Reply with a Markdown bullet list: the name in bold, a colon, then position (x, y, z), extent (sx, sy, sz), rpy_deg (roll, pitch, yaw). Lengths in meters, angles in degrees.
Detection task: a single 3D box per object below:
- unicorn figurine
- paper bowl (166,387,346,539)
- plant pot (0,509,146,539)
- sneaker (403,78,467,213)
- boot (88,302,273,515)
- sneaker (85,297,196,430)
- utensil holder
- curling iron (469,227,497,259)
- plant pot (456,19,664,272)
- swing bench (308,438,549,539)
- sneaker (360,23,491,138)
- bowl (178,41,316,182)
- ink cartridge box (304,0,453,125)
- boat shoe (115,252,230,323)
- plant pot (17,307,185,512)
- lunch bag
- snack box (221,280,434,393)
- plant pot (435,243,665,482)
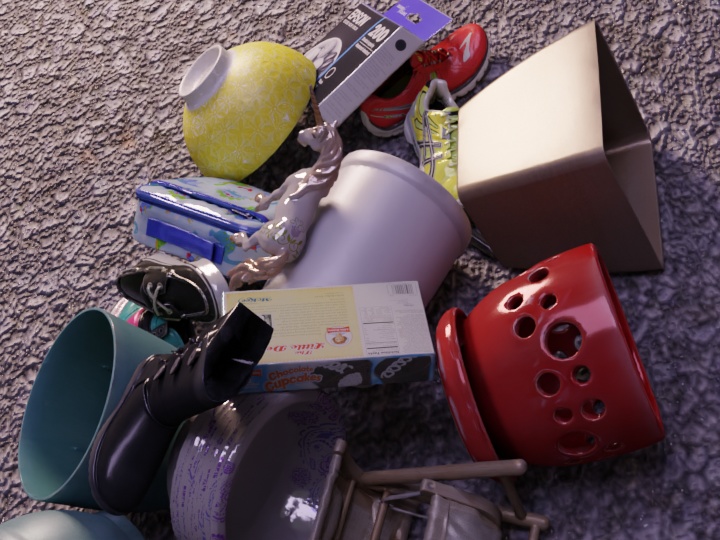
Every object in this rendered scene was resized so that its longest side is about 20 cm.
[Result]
- **unicorn figurine**: position (-0.073, -0.072, 1.478), extent (0.137, 0.073, 0.202), rpy_deg (-22, 54, 53)
- **paper bowl**: position (-0.111, 0.197, 1.381), extent (0.104, 0.201, 0.201), rpy_deg (17, 60, 32)
- **plant pot**: position (-0.276, 0.316, 1.373), extent (0.200, 0.202, 0.134), rpy_deg (27, 38, 36)
- **sneaker**: position (0.101, -0.145, 1.650), extent (0.075, 0.077, 0.201), rpy_deg (-8, 46, -21)
- **boot**: position (-0.163, 0.129, 1.265), extent (0.200, 0.065, 0.166), rpy_deg (-24, 45, 52)
- **sneaker**: position (-0.243, 0.111, 1.587), extent (0.120, 0.084, 0.201), rpy_deg (-4, 50, 30)
- **utensil holder**: position (0.000, 0.000, 1.523), extent (0.169, 0.170, 0.201), rpy_deg (19, 63, 32)
- **curling iron**: position (0.084, -0.058, 1.635), extent (0.199, 0.026, 0.050), rpy_deg (29, 88, 31)
- **plant pot**: position (0.210, -0.112, 1.529), extent (0.176, 0.200, 0.201), rpy_deg (-15, 48, 23)
- **swing bench**: position (0.052, 0.280, 1.299), extent (0.198, 0.130, 0.200), rpy_deg (2, 53, 23)
- **sneaker**: position (0.081, -0.246, 1.746), extent (0.200, 0.085, 0.077), rpy_deg (-40, 51, -13)
- **bowl**: position (-0.160, -0.215, 1.745), extent (0.200, 0.107, 0.201), rpy_deg (-37, 31, 27)
- **ink cartridge box**: position (0.004, -0.277, 1.757), extent (0.200, 0.043, 0.198), rpy_deg (-42, 24, 2)
- **boat shoe**: position (-0.204, 0.026, 1.532), extent (0.063, 0.071, 0.199), rpy_deg (-23, 17, -29)
- **plant pot**: position (-0.236, 0.159, 1.460), extent (0.200, 0.160, 0.202), rpy_deg (-34, 45, 42)
- **lunch bag**: position (-0.156, -0.051, 1.630), extent (0.199, 0.083, 0.160), rpy_deg (20, 19, 32)
- **snack box**: position (-0.034, 0.063, 1.359), extent (0.198, 0.037, 0.117), rpy_deg (-3, 36, -5)
- **plant pot**: position (0.177, 0.094, 1.359), extent (0.181, 0.201, 0.201), rpy_deg (-19, 48, 13)
